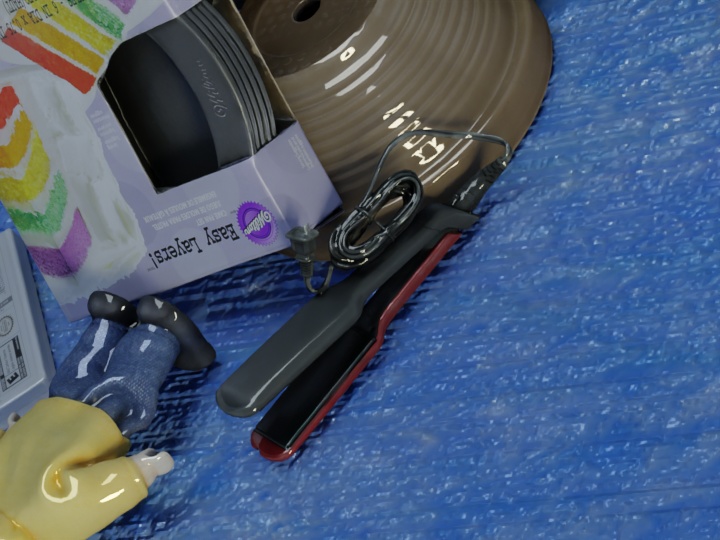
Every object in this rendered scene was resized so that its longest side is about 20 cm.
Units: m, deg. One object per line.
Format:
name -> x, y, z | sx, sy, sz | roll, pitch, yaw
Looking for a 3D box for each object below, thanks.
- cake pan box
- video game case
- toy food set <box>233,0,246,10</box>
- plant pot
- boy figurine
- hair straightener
cake pan box -> -0.122, -0.080, 1.478 | 0.200, 0.185, 0.052 | -16, 18, 43
video game case -> -0.266, 0.074, 1.606 | 0.200, 0.018, 0.143 | -33, 39, 9
toy food set -> -0.081, -0.178, 1.576 | 0.200, 0.060, 0.143 | -37, 3, -33
plant pot -> -0.005, -0.111, 1.511 | 0.200, 0.093, 0.201 | -22, 41, 21
boy figurine -> -0.148, 0.104, 1.442 | 0.124, 0.064, 0.200 | 3, 55, 41
hair straightener -> 0.000, 0.000, 1.409 | 0.200, 0.077, 0.041 | -46, 37, -7
